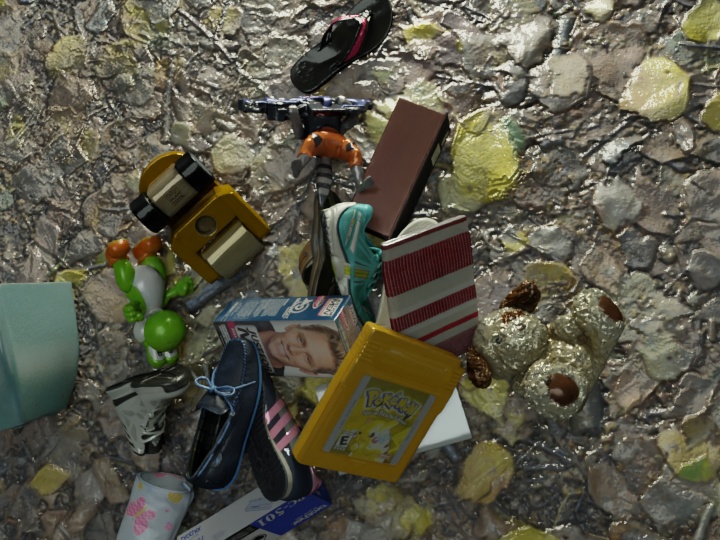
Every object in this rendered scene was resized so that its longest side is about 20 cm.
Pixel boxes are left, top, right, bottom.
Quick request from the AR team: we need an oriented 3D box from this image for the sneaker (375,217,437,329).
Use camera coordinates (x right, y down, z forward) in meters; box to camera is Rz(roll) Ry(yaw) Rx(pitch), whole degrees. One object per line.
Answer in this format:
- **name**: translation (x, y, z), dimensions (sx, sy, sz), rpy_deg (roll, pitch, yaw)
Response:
- **sneaker**: translation (0.065, 0.022, 0.927), dimensions (0.075, 0.085, 0.201), rpy_deg (20, 93, 5)

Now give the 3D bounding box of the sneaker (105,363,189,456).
- **sneaker**: translation (-0.294, 0.206, 0.950), dimensions (0.200, 0.076, 0.116), rpy_deg (-18, 93, 46)

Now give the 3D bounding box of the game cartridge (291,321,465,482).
- **game cartridge**: translation (0.030, 0.179, 0.850), dimensions (0.200, 0.176, 0.032), rpy_deg (-60, 35, 11)

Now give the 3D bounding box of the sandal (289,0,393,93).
- **sandal**: translation (-0.028, -0.355, 1.011), dimensions (0.200, 0.045, 0.075), rpy_deg (-41, 79, 3)

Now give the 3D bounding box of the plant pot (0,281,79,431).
- **plant pot**: translation (-0.545, 0.140, 0.973), dimensions (0.196, 0.196, 0.201), rpy_deg (-16, 89, 7)

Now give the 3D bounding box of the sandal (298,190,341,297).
- **sandal**: translation (-0.065, -0.020, 0.964), dimensions (0.054, 0.082, 0.201), rpy_deg (-2, 86, 28)

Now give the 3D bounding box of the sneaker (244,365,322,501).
- **sneaker**: translation (-0.113, 0.218, 0.887), dimensions (0.070, 0.082, 0.200), rpy_deg (-42, 52, 28)

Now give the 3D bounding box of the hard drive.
- **hard drive**: translation (0.047, 0.204, 0.943), dimensions (0.199, 0.026, 0.132), rpy_deg (-18, 81, 8)

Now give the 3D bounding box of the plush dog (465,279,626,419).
- **plush dog**: translation (0.236, 0.112, 0.880), dimensions (0.172, 0.161, 0.200), rpy_deg (28, 61, 23)

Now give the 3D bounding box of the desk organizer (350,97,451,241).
- **desk organizer**: translation (0.056, -0.144, 0.960), dimensions (0.077, 0.072, 0.200), rpy_deg (24, 88, 14)

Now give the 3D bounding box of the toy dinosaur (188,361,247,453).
- **toy dinosaur**: translation (-0.181, 0.228, 0.939), dimensions (0.077, 0.102, 0.200), rpy_deg (-42, 77, 3)

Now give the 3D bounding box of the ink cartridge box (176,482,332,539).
- **ink cartridge box**: translation (-0.148, 0.354, 0.919), dimensions (0.200, 0.094, 0.044), rpy_deg (-32, 52, 4)

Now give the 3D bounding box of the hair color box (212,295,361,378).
- **hair color box**: translation (-0.098, 0.094, 0.913), dimensions (0.199, 0.061, 0.100), rpy_deg (-4, 120, 26)

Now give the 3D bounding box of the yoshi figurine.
- **yoshi figurine**: translation (-0.312, 0.044, 0.983), dimensions (0.112, 0.112, 0.201), rpy_deg (-20, 83, 0)

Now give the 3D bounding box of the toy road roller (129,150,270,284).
- **toy road roller**: translation (-0.246, -0.093, 0.995), dimensions (0.123, 0.146, 0.200), rpy_deg (-42, 116, 2)

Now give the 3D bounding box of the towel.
- **towel**: translation (0.096, 0.038, 0.875), dimensions (0.144, 0.023, 0.201), rpy_deg (-21, 114, -28)

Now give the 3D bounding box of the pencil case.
- **pencil case**: translation (-0.311, 0.399, 0.950), dimensions (0.090, 0.083, 0.201), rpy_deg (14, 85, 13)

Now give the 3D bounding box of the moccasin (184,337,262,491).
- **moccasin**: translation (-0.179, 0.184, 0.853), dimensions (0.080, 0.068, 0.201), rpy_deg (-10, 66, 39)

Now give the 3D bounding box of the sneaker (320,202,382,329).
- **sneaker**: translation (0.000, 0.000, 0.915), dimensions (0.079, 0.078, 0.200), rpy_deg (-13, 117, -3)

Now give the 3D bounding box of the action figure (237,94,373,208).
- **action figure**: translation (-0.079, -0.192, 0.952), dimensions (0.199, 0.105, 0.194), rpy_deg (1, 45, -11)
